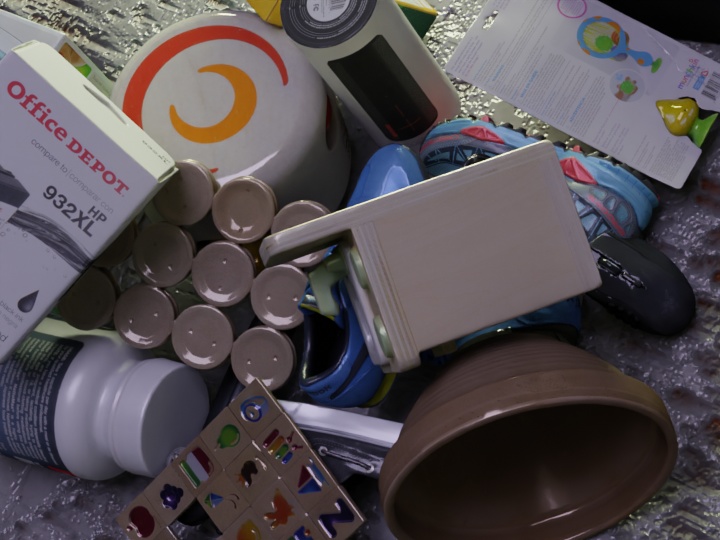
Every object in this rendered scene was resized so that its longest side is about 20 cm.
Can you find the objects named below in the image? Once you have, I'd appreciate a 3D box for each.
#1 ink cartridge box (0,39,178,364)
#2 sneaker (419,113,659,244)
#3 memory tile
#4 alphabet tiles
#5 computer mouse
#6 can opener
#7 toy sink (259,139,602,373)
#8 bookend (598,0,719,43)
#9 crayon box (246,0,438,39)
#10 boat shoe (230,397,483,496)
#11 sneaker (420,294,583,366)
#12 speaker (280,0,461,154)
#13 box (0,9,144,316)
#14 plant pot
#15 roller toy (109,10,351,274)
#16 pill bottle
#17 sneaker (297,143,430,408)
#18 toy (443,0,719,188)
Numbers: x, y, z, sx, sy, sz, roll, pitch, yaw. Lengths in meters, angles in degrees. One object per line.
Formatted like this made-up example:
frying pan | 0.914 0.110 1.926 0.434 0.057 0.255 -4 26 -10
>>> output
ink cartridge box | -0.256 -0.047 1.338 0.145 0.084 0.200 42 101 -5
sneaker | 0.120 -0.054 1.377 0.200 0.079 0.096 18 75 32
memory tile | -0.125 -0.005 1.373 0.199 0.017 0.154 19 98 13
alphabet tiles | -0.070 0.206 1.314 0.167 0.008 0.200 -45 72 20
computer mouse | 0.156 -0.019 1.306 0.200 0.034 0.059 33 88 0
can opener | -0.094 0.110 1.408 0.063 0.079 0.200 -19 46 47
toy sink | 0.044 0.003 1.224 0.199 0.130 0.112 -19 87 -6
bookend | 0.240 -0.293 1.439 0.200 0.092 0.199 13 70 29
crayon box | -0.047 -0.244 1.486 0.052 0.200 0.126 -56 50 23
boat shoe | -0.006 0.140 1.330 0.199 0.070 0.066 11 81 10
sneaker | 0.064 0.055 1.344 0.199 0.077 0.111 -3 53 17
speaker | 0.012 -0.162 1.412 0.081 0.200 0.081 -8 66 19
box | -0.273 -0.085 1.507 0.097 0.200 0.177 22 74 33
plant pot | 0.104 0.107 1.224 0.200 0.201 0.093 -24 53 12
roller toy | -0.101 -0.102 1.471 0.200 0.140 0.183 32 75 25
pill bottle | -0.226 0.100 1.433 0.200 0.120 0.120 11 69 30
sneaker | 0.000 0.000 1.316 0.066 0.078 0.201 7 82 40
toy | 0.176 -0.142 1.387 0.200 0.047 0.115 27 67 13
